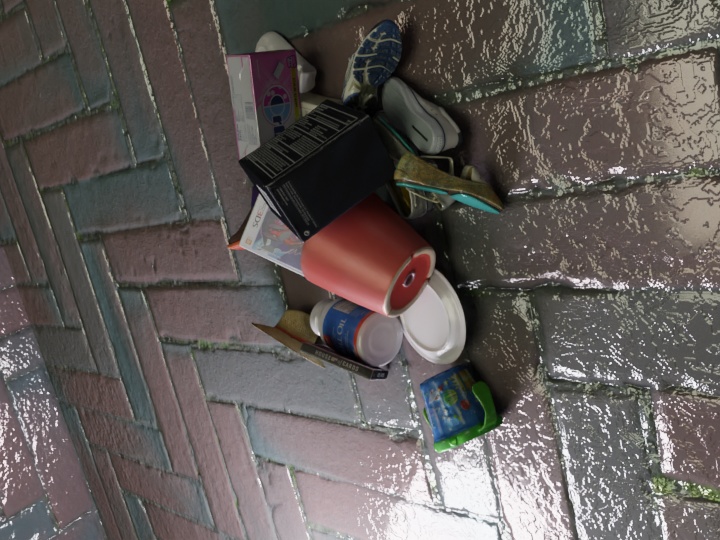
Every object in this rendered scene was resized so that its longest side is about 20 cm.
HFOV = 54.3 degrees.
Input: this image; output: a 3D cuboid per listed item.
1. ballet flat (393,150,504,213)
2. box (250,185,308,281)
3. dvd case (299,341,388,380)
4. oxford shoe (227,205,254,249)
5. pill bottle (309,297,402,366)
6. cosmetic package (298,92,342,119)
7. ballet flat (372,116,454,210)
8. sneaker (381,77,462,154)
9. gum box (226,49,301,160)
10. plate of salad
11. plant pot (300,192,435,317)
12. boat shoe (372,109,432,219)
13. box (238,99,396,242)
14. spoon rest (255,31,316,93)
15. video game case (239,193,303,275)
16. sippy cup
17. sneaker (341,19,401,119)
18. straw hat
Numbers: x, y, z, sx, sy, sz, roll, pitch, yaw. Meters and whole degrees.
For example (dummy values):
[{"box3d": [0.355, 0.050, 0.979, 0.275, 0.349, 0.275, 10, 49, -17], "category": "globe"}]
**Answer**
[{"box3d": [0.151, -0.146, 1.134, 0.071, 0.198, 0.071, -166, 90, -74], "category": "ballet flat"}, {"box3d": [-0.142, -0.088, 1.490, 0.199, 0.079, 0.142, 32, 131, 30], "category": "box"}, {"box3d": [-0.028, 0.185, 1.412, 0.149, 0.200, 0.025, 20, 86, 13], "category": "dvd case"}, {"box3d": [-0.212, -0.094, 1.461, 0.199, 0.071, 0.073, -22, 75, 41], "category": "oxford shoe"}, {"box3d": [-0.016, 0.118, 1.428, 0.199, 0.112, 0.113, 14, 119, 53], "category": "pill bottle"}, {"box3d": [-0.101, -0.286, 1.360, 0.199, 0.071, 0.106, 24, 123, 34], "category": "cosmetic package"}, {"box3d": [0.084, -0.173, 1.181, 0.200, 0.067, 0.064, 37, 100, -17], "category": "ballet flat"}, {"box3d": [0.101, -0.259, 1.185, 0.201, 0.070, 0.073, 59, 143, 37], "category": "sneaker"}, {"box3d": [-0.170, -0.296, 1.286, 0.066, 0.113, 0.202, 13, 116, 39], "category": "gum box"}, {"box3d": [0.133, 0.078, 1.317, 0.200, 0.048, 0.202, 31, 131, 44], "category": "plate of salad"}, {"box3d": [0.023, -0.023, 1.243, 0.177, 0.200, 0.202, 34, 129, 28], "category": "plant pot"}, {"box3d": [0.055, -0.183, 1.247, 0.074, 0.086, 0.203, -14, 99, 46], "category": "boat shoe"}, {"box3d": [-0.074, -0.172, 1.178, 0.124, 0.198, 0.200, 57, 173, -29], "category": "box"}, {"box3d": [-0.146, -0.399, 1.372, 0.200, 0.060, 0.100, 42, 133, 40], "category": "spoon rest"}, {"box3d": [-0.114, -0.086, 1.358, 0.199, 0.023, 0.183, 25, 110, -3], "category": "video game case"}, {"box3d": [0.178, 0.252, 1.312, 0.177, 0.139, 0.131, -29, 77, 24], "category": "sippy cup"}, {"box3d": [0.007, -0.353, 1.212, 0.200, 0.076, 0.086, 121, 147, -45], "category": "sneaker"}, {"box3d": [-0.141, 0.133, 1.579, 0.200, 0.201, 0.085, 27, 83, 33], "category": "straw hat"}]
